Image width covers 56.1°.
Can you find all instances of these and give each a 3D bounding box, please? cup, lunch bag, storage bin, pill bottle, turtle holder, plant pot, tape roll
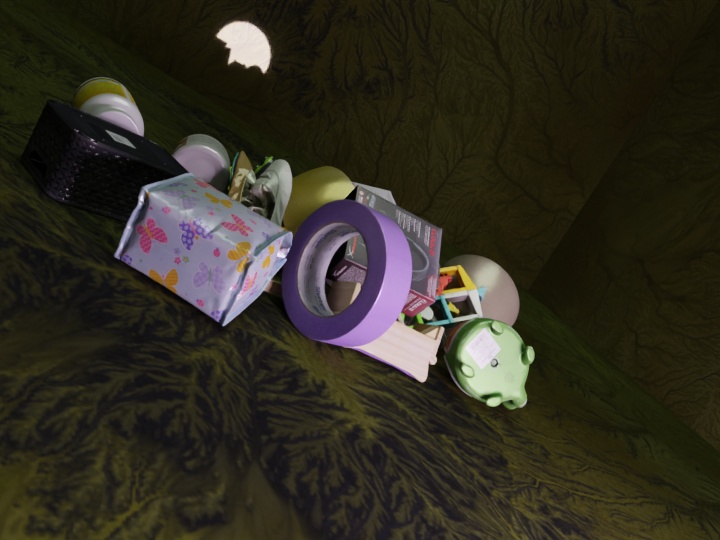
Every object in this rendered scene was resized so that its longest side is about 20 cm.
[{"bbox_3d":[0.220,0.088,1.425,0.199,0.202,0.143,35,37,12],"label":"cup"},{"bbox_3d":[-0.191,-0.036,0.884,0.168,0.129,0.200,30,20,1],"label":"lunch bag"},{"bbox_3d":[-0.357,-0.147,0.966,0.135,0.095,0.199,41,12,35],"label":"storage bin"},{"bbox_3d":[-0.436,-0.257,1.165,0.111,0.114,0.200,25,13,-33],"label":"pill bottle"},{"bbox_3d":[-0.302,-0.195,1.274,0.113,0.116,0.200,29,11,-18],"label":"pill bottle"},{"bbox_3d":[0.233,0.162,1.206,0.182,0.144,0.131,20,-3,-17],"label":"turtle holder"},{"bbox_3d":[-0.107,-0.082,1.221,0.140,0.203,0.200,-11,39,-39],"label":"plant pot"},{"bbox_3d":[-0.023,0.005,0.975,0.065,0.202,0.200,19,17,-48],"label":"tape roll"}]

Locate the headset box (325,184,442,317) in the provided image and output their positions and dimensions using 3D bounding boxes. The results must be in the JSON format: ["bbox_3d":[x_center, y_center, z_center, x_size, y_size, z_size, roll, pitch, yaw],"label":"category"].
[{"bbox_3d":[0.050,-0.026,1.132,0.197,0.077,0.151,25,55,-20],"label":"headset box"}]

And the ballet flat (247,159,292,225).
[{"bbox_3d":[-0.159,-0.104,1.115,0.068,0.204,0.070,8,-19,3],"label":"ballet flat"}]

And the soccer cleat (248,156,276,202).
[{"bbox_3d":[-0.182,-0.144,1.288,0.081,0.068,0.200,39,-33,-1],"label":"soccer cleat"}]

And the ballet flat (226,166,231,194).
[{"bbox_3d":[-0.228,-0.155,1.420,0.199,0.067,0.067,37,-8,23],"label":"ballet flat"}]

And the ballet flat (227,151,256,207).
[{"bbox_3d":[-0.206,-0.123,1.169,0.062,0.069,0.203,12,53,-4],"label":"ballet flat"}]

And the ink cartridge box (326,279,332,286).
[{"bbox_3d":[0.000,0.000,1.292,0.067,0.117,0.200,21,15,-49],"label":"ink cartridge box"}]

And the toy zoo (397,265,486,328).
[{"bbox_3d":[0.155,0.055,1.330,0.196,0.021,0.133,-9,53,-13],"label":"toy zoo"}]

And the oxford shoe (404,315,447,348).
[{"bbox_3d":[0.094,0.088,1.359,0.057,0.076,0.200,-34,68,-29],"label":"oxford shoe"}]

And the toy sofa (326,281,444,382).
[{"bbox_3d":[0.031,0.100,1.087,0.198,0.099,0.082,27,-13,-29],"label":"toy sofa"}]

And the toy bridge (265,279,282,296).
[{"bbox_3d":[-0.161,0.003,1.048,0.198,0.027,0.067,28,13,-24],"label":"toy bridge"}]

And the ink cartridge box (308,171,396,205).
[{"bbox_3d":[-0.039,-0.105,1.412,0.196,0.149,0.086,8,37,-25],"label":"ink cartridge box"}]
